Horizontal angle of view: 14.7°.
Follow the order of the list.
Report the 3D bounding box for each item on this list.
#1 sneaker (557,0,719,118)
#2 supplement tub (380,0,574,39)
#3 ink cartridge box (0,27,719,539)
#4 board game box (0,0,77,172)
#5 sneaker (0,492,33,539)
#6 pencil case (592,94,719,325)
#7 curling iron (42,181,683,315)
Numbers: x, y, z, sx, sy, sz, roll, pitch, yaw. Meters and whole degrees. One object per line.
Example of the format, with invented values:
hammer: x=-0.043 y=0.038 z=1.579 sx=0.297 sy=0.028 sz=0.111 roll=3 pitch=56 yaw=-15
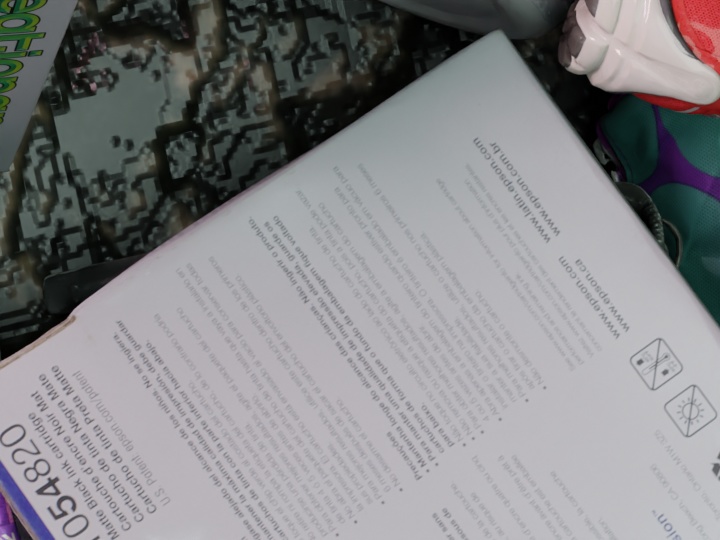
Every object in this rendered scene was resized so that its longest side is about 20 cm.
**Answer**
sneaker: x=0.120 y=-0.095 z=0.859 sx=0.085 sy=0.200 sz=0.077 roll=26 pitch=126 yaw=5
supplement tub: x=0.047 y=-0.183 z=0.857 sx=0.122 sy=0.123 sz=0.200 roll=28 pitch=82 yaw=-15
ink cartridge box: x=0.016 y=0.064 z=0.800 sx=0.200 sy=0.041 sz=0.200 roll=-33 pitch=82 yaw=-13
board game box: x=-0.145 y=-0.072 z=0.760 sx=0.126 sy=0.200 sz=0.035 roll=-4 pitch=73 yaw=-16
sneaker: x=-0.132 y=0.084 z=0.823 sx=0.200 sy=0.088 sz=0.081 roll=-21 pitch=98 yaw=-15
pencil case: x=0.129 y=0.030 z=0.904 sx=0.092 sy=0.085 sz=0.201 roll=-6 pitch=94 yaw=19
curling iron: x=0.000 y=0.000 z=0.862 sx=0.199 sy=0.026 sz=0.050 roll=-2 pitch=66 yaw=4
